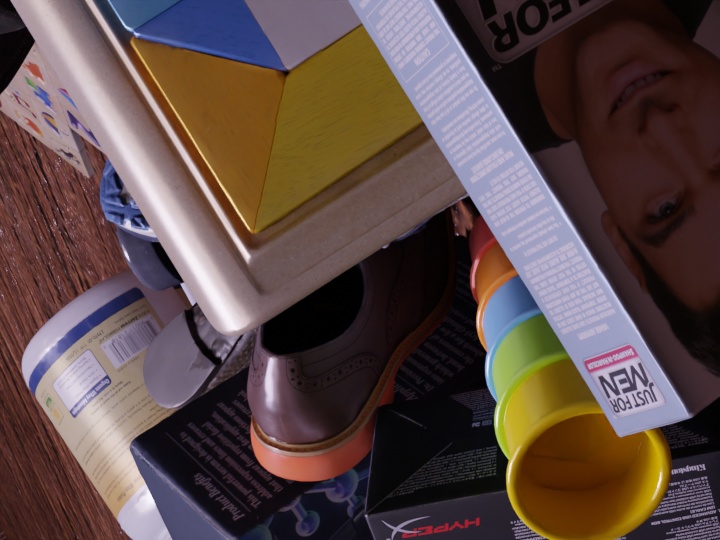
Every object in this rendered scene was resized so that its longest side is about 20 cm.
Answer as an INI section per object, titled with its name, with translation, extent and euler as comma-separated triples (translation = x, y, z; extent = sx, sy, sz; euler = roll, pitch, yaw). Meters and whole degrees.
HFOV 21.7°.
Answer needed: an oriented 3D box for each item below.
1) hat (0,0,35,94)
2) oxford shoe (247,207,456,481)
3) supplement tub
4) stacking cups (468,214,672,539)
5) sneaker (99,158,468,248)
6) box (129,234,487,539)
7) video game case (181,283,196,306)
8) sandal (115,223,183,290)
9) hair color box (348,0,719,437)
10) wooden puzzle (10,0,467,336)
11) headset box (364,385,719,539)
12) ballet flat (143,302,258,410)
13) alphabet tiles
[hat]
translation = -0.157, -0.151, 0.801
extent = 0.080, 0.201, 0.201
euler = 1, 131, 22
[oxford shoe]
translation = 0.000, 0.000, 0.841
extent = 0.071, 0.201, 0.073
euler = 3, 130, 14
[supplement tub]
translation = -0.141, 0.110, 1.386
extent = 0.200, 0.144, 0.145
euler = 54, 161, 13
[stacking cups]
translation = 0.076, 0.025, 0.747
extent = 0.200, 0.060, 0.061
euler = -96, -14, -61
[sneaker]
translation = -0.009, -0.040, 0.780
extent = 0.085, 0.199, 0.077
euler = 61, -160, -56
[box]
translation = 0.017, 0.105, 0.892
extent = 0.107, 0.199, 0.149
euler = 33, 149, 52
[video game case]
translation = -0.089, 0.018, 1.186
extent = 0.200, 0.024, 0.182
euler = 59, 178, 35
[sandal]
translation = -0.115, -0.079, 1.102
extent = 0.076, 0.043, 0.201
euler = 47, -152, -55
[hair color box]
translation = 0.082, -0.056, 0.636
extent = 0.201, 0.099, 0.061
euler = 58, 160, 0
[wooden puzzle]
translation = -0.020, -0.100, 0.703
extent = 0.186, 0.199, 0.037
euler = 58, -170, 0
[headset box]
translation = 0.102, 0.143, 0.803
extent = 0.077, 0.148, 0.201
euler = -82, -25, -55
[ballet flat]
translation = -0.036, 0.010, 0.982
extent = 0.046, 0.200, 0.068
euler = 9, -134, -53
[alphabet tiles]
translation = -0.212, -0.130, 1.112
extent = 0.167, 0.008, 0.200
euler = 36, 162, 19
